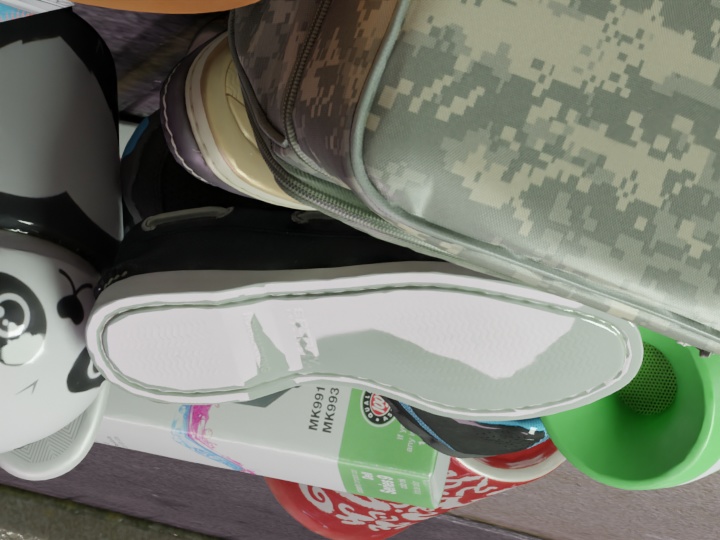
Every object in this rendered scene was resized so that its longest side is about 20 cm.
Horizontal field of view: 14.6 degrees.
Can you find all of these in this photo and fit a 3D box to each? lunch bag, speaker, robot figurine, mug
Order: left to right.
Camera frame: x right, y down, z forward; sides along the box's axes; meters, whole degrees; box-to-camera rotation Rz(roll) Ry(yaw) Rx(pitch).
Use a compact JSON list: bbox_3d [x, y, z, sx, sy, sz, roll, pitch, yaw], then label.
[{"bbox_3d":[-0.150,-0.029,1.068,0.149,0.201,0.125,0,152,-8],"label":"robot figurine"},{"bbox_3d":[0.050,0.064,1.597,0.134,0.177,0.200,51,154,-8],"label":"mug"},{"bbox_3d":[0.066,-0.063,0.889,0.199,0.140,0.168,19,-175,-22],"label":"lunch bag"},{"bbox_3d":[0.142,0.020,1.082,0.088,0.089,0.200,5,-164,30],"label":"speaker"}]

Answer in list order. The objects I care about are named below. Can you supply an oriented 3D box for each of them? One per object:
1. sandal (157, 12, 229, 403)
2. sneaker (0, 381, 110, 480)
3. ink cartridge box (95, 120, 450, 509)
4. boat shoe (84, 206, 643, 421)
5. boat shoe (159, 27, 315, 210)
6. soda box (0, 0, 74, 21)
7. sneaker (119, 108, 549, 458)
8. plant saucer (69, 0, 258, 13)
[{"bbox_3d":[-0.071,-0.014,1.165,0.080,0.201,0.054,41,-138,19],"label":"sandal"},{"bbox_3d":[-0.147,-0.006,1.244,0.072,0.202,0.112,-11,174,-1],"label":"sneaker"},{"bbox_3d":[-0.047,0.020,1.340,0.198,0.146,0.088,11,168,8],"label":"ink cartridge box"},{"bbox_3d":[0.003,0.008,0.998,0.198,0.061,0.076,5,133,7],"label":"boat shoe"},{"bbox_3d":[-0.026,-0.056,1.009,0.064,0.072,0.200,-13,-175,25],"label":"boat shoe"},{"bbox_3d":[-0.197,-0.112,0.967,0.199,0.064,0.068,-9,160,25],"label":"soda box"},{"bbox_3d":[0.000,0.000,1.070,0.199,0.074,0.082,34,168,-15],"label":"sneaker"},{"bbox_3d":[-0.093,-0.117,0.770,0.199,0.038,0.200,14,166,3],"label":"plant saucer"}]
